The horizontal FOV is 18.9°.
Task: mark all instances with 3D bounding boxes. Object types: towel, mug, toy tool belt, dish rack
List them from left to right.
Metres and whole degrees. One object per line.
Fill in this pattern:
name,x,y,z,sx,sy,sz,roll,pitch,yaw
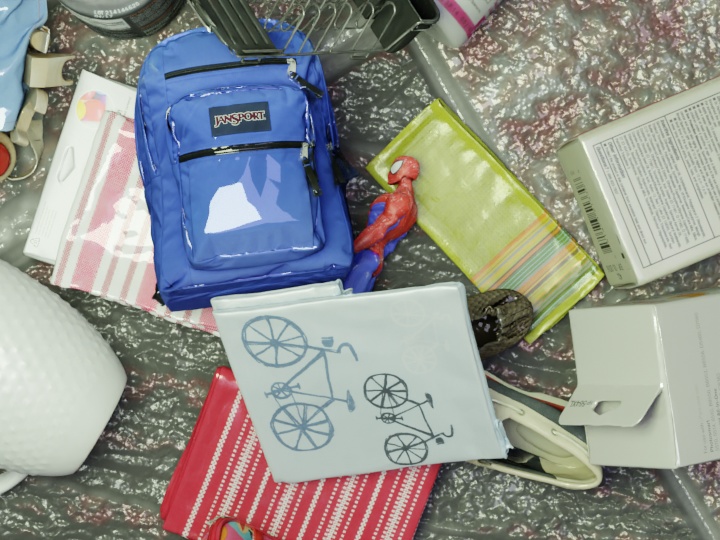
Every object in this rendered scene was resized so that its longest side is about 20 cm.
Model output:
mug,-0.290,0.095,1.689,0.175,0.148,0.200,30,119,-9
toy tool belt,-0.284,-0.156,1.665,0.124,0.123,0.201,-3,103,-18
towel,-0.130,-0.030,1.700,0.199,0.030,0.147,17,88,-2
dish rack,-0.052,-0.221,1.590,0.055,0.199,0.154,-50,62,37
towel,-0.049,0.173,1.737,0.199,0.022,0.145,21,100,-3
towel,0.102,-0.040,1.756,0.086,0.018,0.200,-44,92,-2

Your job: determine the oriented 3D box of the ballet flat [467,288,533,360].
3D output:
ballet flat,0.047,0.070,1.735,0.199,0.046,0.068,-24,94,4

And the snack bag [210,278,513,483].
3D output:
snack bag,0.003,0.082,1.643,0.199,0.021,0.189,-8,128,13

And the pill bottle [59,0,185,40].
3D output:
pill bottle,-0.188,-0.238,1.649,0.105,0.200,0.107,0,89,0

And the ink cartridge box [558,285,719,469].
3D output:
ink cartridge box,0.262,0.079,1.674,0.199,0.128,0.126,-8,90,-27

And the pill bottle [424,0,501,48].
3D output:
pill bottle,0.100,-0.284,1.707,0.113,0.113,0.200,41,89,-2

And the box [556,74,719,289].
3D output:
box,0.274,-0.081,1.713,0.199,0.109,0.129,-22,89,-5

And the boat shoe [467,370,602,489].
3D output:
boat shoe,0.100,0.125,1.714,0.199,0.063,0.071,16,125,-13

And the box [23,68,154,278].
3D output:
box,-0.151,-0.055,1.734,0.199,0.041,0.157,18,89,-4

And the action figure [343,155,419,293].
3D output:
action figure,0.000,0.000,1.720,0.051,0.065,0.201,24,82,16

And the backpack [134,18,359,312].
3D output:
backpack,-0.084,-0.087,1.614,0.161,0.168,0.201,-6,78,-10

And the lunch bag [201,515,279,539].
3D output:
lunch bag,-0.087,0.288,1.648,0.176,0.200,0.082,34,121,-20
